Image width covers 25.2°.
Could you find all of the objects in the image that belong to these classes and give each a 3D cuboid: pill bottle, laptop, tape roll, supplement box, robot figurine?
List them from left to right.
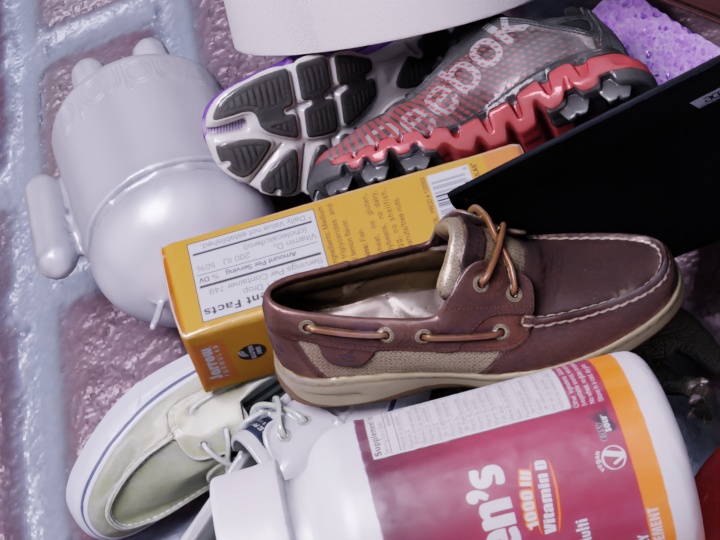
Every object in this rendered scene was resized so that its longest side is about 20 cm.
[{"bbox_3d":[-0.117,-0.048,0.958,0.169,0.113,0.201,-22,53,-5],"label":"robot figurine"},{"bbox_3d":[0.000,0.000,0.850,0.199,0.067,0.069,-15,56,1],"label":"supplement box"},{"bbox_3d":[0.018,-0.170,0.953,0.201,0.037,0.203,-11,18,4],"label":"tape roll"},{"bbox_3d":[0.041,0.111,0.709,0.199,0.110,0.110,-15,54,-1],"label":"pill bottle"},{"bbox_3d":[0.171,-0.073,0.769,0.177,0.104,0.200,-25,16,47],"label":"laptop"}]

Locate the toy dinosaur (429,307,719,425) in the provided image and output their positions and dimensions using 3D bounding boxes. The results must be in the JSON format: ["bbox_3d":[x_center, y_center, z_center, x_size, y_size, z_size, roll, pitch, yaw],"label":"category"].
[{"bbox_3d":[0.118,0.038,0.811,0.199,0.077,0.103,-17,45,-2],"label":"toy dinosaur"}]

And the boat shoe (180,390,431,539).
[{"bbox_3d":[-0.031,0.094,0.784,0.073,0.067,0.201,-3,54,61],"label":"boat shoe"}]

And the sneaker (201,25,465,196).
[{"bbox_3d":[-0.017,-0.102,0.950,0.199,0.081,0.083,-24,28,-38],"label":"sneaker"}]

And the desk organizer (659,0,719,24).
[{"bbox_3d":[0.159,-0.207,0.887,0.077,0.199,0.072,-46,35,50],"label":"desk organizer"}]

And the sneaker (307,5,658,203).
[{"bbox_3d":[0.061,-0.088,0.897,0.199,0.071,0.098,-21,54,7],"label":"sneaker"}]

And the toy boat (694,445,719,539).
[{"bbox_3d":[0.196,0.151,0.688,0.130,0.131,0.201,-8,57,18],"label":"toy boat"}]

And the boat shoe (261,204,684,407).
[{"bbox_3d":[0.051,0.009,0.752,0.199,0.072,0.072,-9,44,6],"label":"boat shoe"}]

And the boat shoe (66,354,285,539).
[{"bbox_3d":[-0.074,0.079,0.882,0.200,0.072,0.062,-41,37,-7],"label":"boat shoe"}]

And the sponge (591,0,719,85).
[{"bbox_3d":[0.119,-0.070,0.923,0.200,0.030,0.112,-42,53,-5],"label":"sponge"}]
